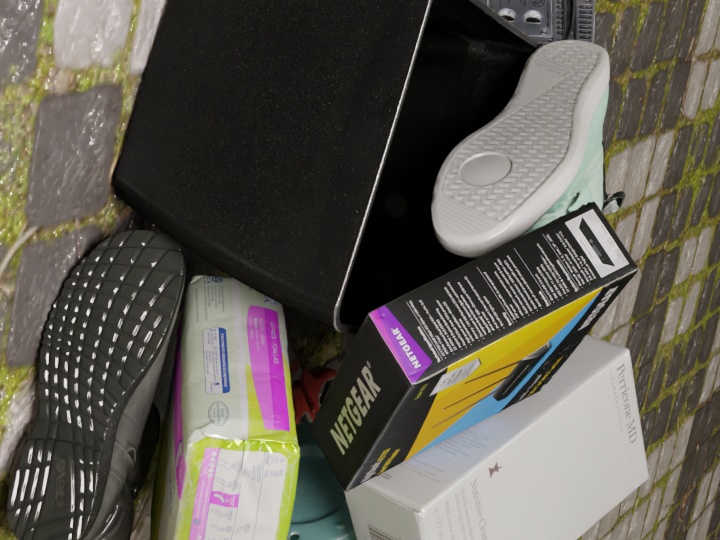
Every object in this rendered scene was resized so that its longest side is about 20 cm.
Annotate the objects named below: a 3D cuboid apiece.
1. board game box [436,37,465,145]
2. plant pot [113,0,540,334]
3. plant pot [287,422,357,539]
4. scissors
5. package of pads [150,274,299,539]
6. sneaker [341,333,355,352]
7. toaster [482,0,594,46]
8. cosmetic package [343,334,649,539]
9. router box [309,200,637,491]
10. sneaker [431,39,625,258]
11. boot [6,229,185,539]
[{"bbox_3d":[0.042,-0.110,1.274,0.200,0.019,0.103,-139,-131,-78],"label":"board game box"},{"bbox_3d":[-0.026,-0.080,1.093,0.199,0.177,0.200,14,94,-68],"label":"plant pot"},{"bbox_3d":[-0.027,0.206,1.288,0.201,0.200,0.161,-51,143,-42],"label":"plant pot"},{"bbox_3d":[-0.051,0.083,1.366,0.073,0.014,0.200,-64,158,-15],"label":"scissors"},{"bbox_3d":[-0.083,0.127,1.097,0.155,0.068,0.200,-100,-163,-52],"label":"package of pads"},{"bbox_3d":[0.000,0.000,1.344,0.089,0.075,0.200,-51,153,-18],"label":"sneaker"},{"bbox_3d":[0.098,-0.190,1.327,0.129,0.113,0.200,140,-50,-75],"label":"toaster"},{"bbox_3d":[0.091,0.132,1.190,0.200,0.081,0.113,-34,125,-30],"label":"cosmetic package"},{"bbox_3d":[0.059,0.048,1.056,0.149,0.051,0.200,-26,164,-20],"label":"router box"},{"bbox_3d":[0.105,-0.039,1.094,0.200,0.074,0.118,-53,145,-44],"label":"sneaker"},{"bbox_3d":[-0.148,0.077,1.100,0.131,0.068,0.200,45,64,-79],"label":"boot"}]
